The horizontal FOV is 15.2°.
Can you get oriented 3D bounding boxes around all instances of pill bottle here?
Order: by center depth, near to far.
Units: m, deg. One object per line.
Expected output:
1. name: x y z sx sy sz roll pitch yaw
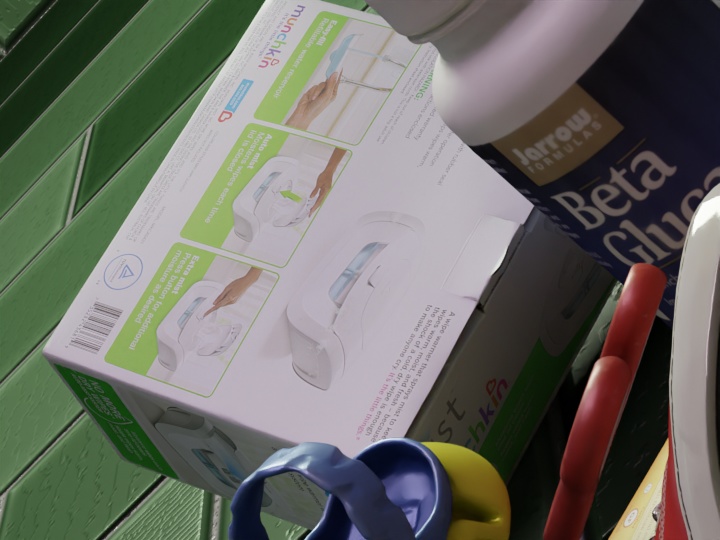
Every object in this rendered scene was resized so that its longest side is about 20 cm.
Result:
1. pill bottle: 0.097 -0.067 0.995 0.111 0.200 0.111 -44 17 17

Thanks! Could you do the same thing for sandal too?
1. sandal: -0.011 0.133 0.823 0.079 0.087 0.200 -17 54 34

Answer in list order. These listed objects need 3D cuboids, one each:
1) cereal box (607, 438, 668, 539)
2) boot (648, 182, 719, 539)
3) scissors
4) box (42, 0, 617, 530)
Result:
1. cereal box: 0.163 0.054 0.839 0.144 0.040 0.200 -57 18 -19
2. boot: 0.095 0.078 0.782 0.144 0.072 0.201 159 112 -65
3. scissors: 0.069 0.082 0.878 0.200 0.014 0.073 99 -170 -47
4. box: 0.000 0.000 1.122 0.176 0.097 0.200 17 64 30
